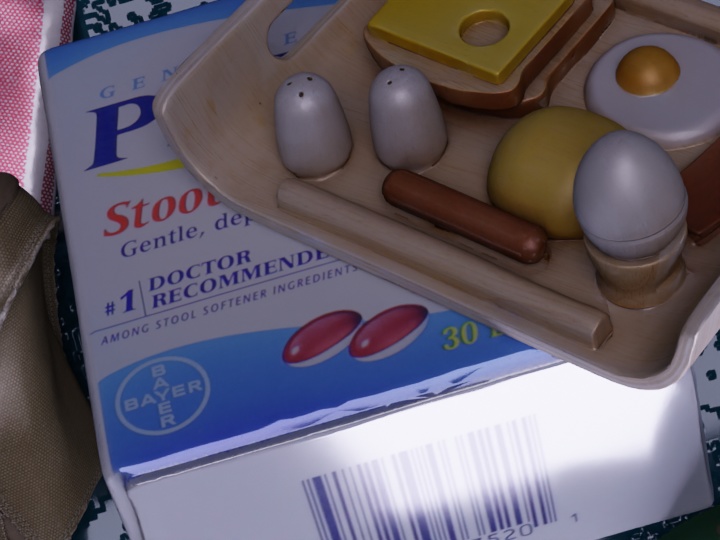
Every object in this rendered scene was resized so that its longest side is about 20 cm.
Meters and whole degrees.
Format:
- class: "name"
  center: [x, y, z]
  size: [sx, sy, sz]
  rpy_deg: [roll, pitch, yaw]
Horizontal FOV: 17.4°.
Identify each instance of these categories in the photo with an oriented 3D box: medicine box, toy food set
- class: "medicine box"
  center: [0.000, 0.000, 0.782]
  size: [0.181, 0.103, 0.201]
  rpy_deg: [-16, 48, 0]
- class: "toy food set"
  center: [0.055, -0.059, 0.709]
  size: [0.199, 0.061, 0.144]
  rpy_deg: [25, 58, 30]

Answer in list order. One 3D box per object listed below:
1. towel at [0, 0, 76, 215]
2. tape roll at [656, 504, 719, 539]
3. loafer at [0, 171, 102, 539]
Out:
- class: "towel"
  center: [-0.209, -0.044, 0.870]
  size: [0.198, 0.030, 0.148]
  rpy_deg: [8, 88, -1]
- class: "tape roll"
  center: [0.196, 0.088, 0.781]
  size: [0.199, 0.200, 0.049]
  rpy_deg: [-17, 90, 0]
- class: "loafer"
  center: [-0.119, 0.054, 0.811]
  size: [0.067, 0.076, 0.201]
  rpy_deg: [15, 130, 4]
